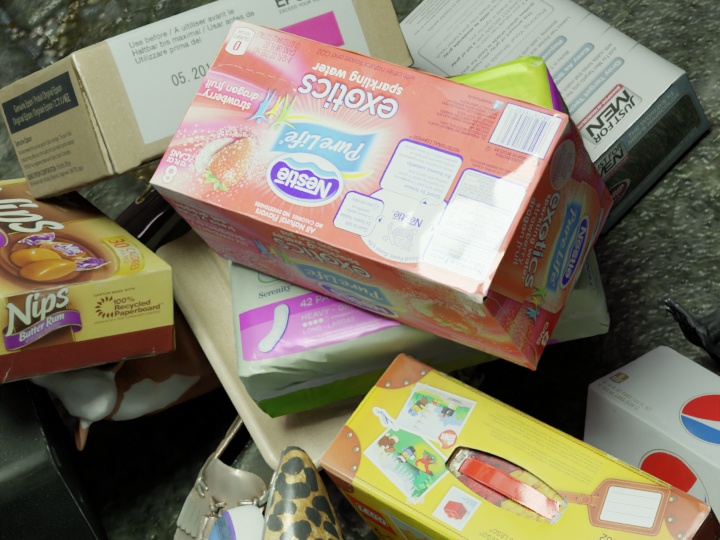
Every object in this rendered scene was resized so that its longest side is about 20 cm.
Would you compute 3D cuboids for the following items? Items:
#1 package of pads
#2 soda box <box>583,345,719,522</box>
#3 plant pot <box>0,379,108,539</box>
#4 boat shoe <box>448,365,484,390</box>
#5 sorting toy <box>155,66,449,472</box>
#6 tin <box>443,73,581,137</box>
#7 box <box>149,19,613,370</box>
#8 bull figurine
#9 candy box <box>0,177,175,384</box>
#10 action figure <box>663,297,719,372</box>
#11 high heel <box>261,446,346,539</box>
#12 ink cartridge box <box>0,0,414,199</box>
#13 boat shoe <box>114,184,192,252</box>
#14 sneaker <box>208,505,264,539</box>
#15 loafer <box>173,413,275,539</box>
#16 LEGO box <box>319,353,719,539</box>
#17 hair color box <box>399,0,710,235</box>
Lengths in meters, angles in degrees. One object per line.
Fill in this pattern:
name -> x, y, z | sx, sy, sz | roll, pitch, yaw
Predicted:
package of pads -> 0.024, -0.022, 1.083 | 0.198, 0.068, 0.156 | -15, 59, 14
soda box -> 0.205, 0.117, 1.025 | 0.063, 0.069, 0.199 | -24, 40, -34
plant pot -> -0.256, 0.139, 1.190 | 0.176, 0.201, 0.200 | -25, 47, -5
boat shoe -> 0.036, 0.058, 1.171 | 0.064, 0.072, 0.201 | -16, 45, 18
sorting toy -> 0.000, 0.000, 1.145 | 0.199, 0.037, 0.186 | -35, 56, 2
tin -> 0.035, -0.062, 1.205 | 0.198, 0.042, 0.113 | -6, 60, 25
box -> 0.011, -0.038, 1.000 | 0.199, 0.095, 0.103 | 18, 73, 29
bull figurine -> -0.127, 0.044, 1.219 | 0.199, 0.066, 0.121 | -13, 33, -37
candy box -> -0.198, 0.001, 1.170 | 0.116, 0.057, 0.200 | -9, 24, -25
action figure -> 0.266, -0.023, 1.089 | 0.200, 0.102, 0.119 | -43, 37, -5
high heel -> 0.026, 0.179, 1.001 | 0.142, 0.071, 0.202 | -13, 81, 24
ink cartridge box -> -0.094, -0.112, 1.175 | 0.199, 0.076, 0.164 | -22, 5, -25
boat shoe -> -0.112, -0.041, 1.318 | 0.201, 0.072, 0.061 | -45, 52, -6
sneaker -> -0.116, 0.210, 1.058 | 0.145, 0.081, 0.201 | -4, 43, -2
loafer -> -0.064, 0.114, 1.184 | 0.071, 0.063, 0.201 | 15, 64, 34
LEGO box -> 0.097, 0.143, 1.020 | 0.199, 0.149, 0.077 | 25, 70, 39
hair color box -> 0.113, -0.117, 1.265 | 0.099, 0.061, 0.200 | -44, 48, -6
